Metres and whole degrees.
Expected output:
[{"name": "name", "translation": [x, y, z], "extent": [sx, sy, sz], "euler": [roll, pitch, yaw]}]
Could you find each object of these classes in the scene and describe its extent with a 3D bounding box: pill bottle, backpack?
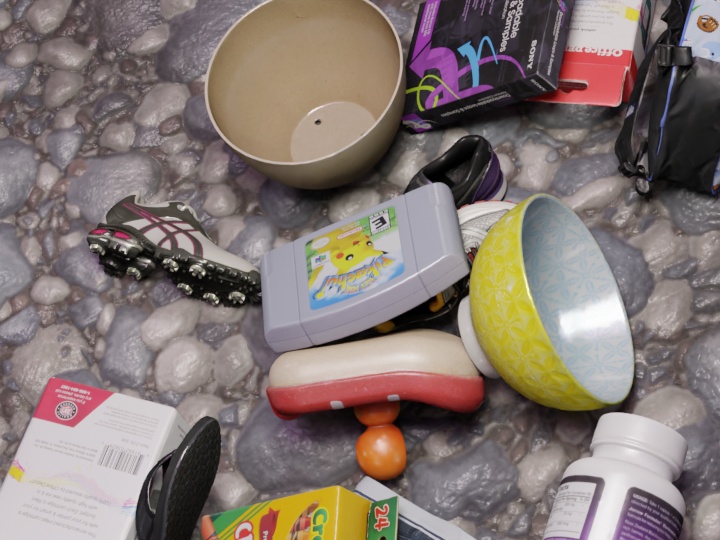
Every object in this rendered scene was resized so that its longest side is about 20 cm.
[{"name": "pill bottle", "translation": [0.214, 0.229, 1.570], "extent": [0.110, 0.112, 0.201], "euler": [13, 68, 21]}, {"name": "backpack", "translation": [0.335, -0.189, 1.715], "extent": [0.153, 0.201, 0.192], "euler": [11, 56, -1]}]

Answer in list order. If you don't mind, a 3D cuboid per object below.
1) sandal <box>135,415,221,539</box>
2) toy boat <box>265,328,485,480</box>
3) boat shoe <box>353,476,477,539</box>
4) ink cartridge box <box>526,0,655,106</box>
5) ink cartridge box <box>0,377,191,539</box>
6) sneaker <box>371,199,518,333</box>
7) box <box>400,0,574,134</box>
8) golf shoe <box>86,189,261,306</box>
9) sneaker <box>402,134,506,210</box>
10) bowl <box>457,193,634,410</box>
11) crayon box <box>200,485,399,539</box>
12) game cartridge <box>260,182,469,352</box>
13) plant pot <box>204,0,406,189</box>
[{"name": "sandal", "translation": [-0.180, 0.222, 1.665], "extent": [0.048, 0.075, 0.202], "euler": [23, 100, 22]}, {"name": "toy boat", "translation": [0.017, 0.127, 1.689], "extent": [0.198, 0.130, 0.132], "euler": [-9, 92, 12]}, {"name": "boat shoe", "translation": [0.053, 0.263, 1.617], "extent": [0.199, 0.071, 0.091], "euler": [24, 76, 41]}, {"name": "ink cartridge box", "translation": [0.226, -0.237, 1.832], "extent": [0.115, 0.067, 0.202], "euler": [6, 65, 19]}, {"name": "ink cartridge box", "translation": [-0.255, 0.217, 1.721], "extent": [0.146, 0.086, 0.201], "euler": [13, 69, 23]}, {"name": "sneaker", "translation": [0.083, 0.004, 1.726], "extent": [0.199, 0.078, 0.082], "euler": [-28, 30, -3]}, {"name": "box", "translation": [0.124, -0.224, 1.818], "extent": [0.199, 0.036, 0.144], "euler": [-13, 55, 44]}, {"name": "golf shoe", "translation": [-0.176, -0.027, 1.833], "extent": [0.198, 0.077, 0.089], "euler": [17, 62, 22]}, {"name": "sneaker", "translation": [0.052, -0.055, 1.775], "extent": [0.200, 0.088, 0.076], "euler": [-45, 61, -9]}, {"name": "bowl", "translation": [0.153, 0.043, 1.654], "extent": [0.107, 0.200, 0.202], "euler": [-24, 57, 28]}, {"name": "crayon box", "translation": [-0.059, 0.266, 1.617], "extent": [0.199, 0.051, 0.128], "euler": [-18, 56, 34]}, {"name": "game cartridge", "translation": [0.000, 0.000, 1.689], "extent": [0.199, 0.041, 0.134], "euler": [-23, 40, 11]}, {"name": "plant pot", "translation": [-0.042, -0.160, 1.828], "extent": [0.198, 0.135, 0.202], "euler": [-6, 62, 11]}]
